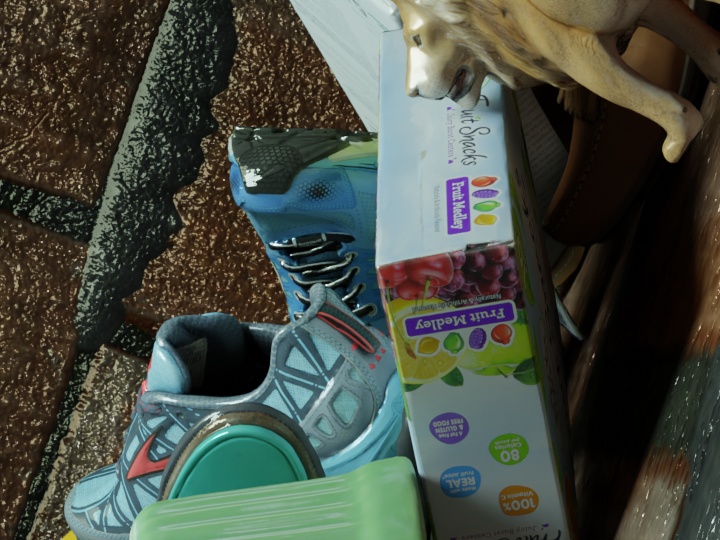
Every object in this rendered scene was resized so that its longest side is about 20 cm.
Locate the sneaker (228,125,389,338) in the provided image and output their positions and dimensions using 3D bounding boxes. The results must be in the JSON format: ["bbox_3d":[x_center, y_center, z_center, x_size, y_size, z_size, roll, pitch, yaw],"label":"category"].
[{"bbox_3d":[0.000,0.000,1.119,0.200,0.078,0.090,42,-125,-63],"label":"sneaker"}]

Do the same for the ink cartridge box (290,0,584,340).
[{"bbox_3d":[0.025,-0.089,1.175,0.043,0.200,0.196,-38,39,-5],"label":"ink cartridge box"}]

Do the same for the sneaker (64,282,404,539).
[{"bbox_3d":[-0.057,0.057,1.111,0.200,0.096,0.079,-24,21,37],"label":"sneaker"}]

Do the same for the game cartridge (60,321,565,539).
[{"bbox_3d":[-0.023,0.080,1.215,0.176,0.033,0.200,-6,30,43],"label":"game cartridge"}]

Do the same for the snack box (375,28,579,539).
[{"bbox_3d":[0.042,0.011,0.979,0.200,0.053,0.143,-87,-15,-63],"label":"snack box"}]

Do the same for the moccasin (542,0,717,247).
[{"bbox_3d":[0.099,-0.105,1.047,0.074,0.077,0.202,-80,3,-63],"label":"moccasin"}]

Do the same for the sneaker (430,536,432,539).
[{"bbox_3d":[0.016,0.169,1.101,0.073,0.070,0.201,-77,5,-72],"label":"sneaker"}]

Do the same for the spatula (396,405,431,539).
[{"bbox_3d":[0.027,0.143,1.028,0.057,0.020,0.201,-77,-19,-74],"label":"spatula"}]

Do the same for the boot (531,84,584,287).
[{"bbox_3d":[0.090,-0.088,1.302,0.200,0.076,0.156,108,180,-51],"label":"boot"}]

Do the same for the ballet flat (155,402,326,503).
[{"bbox_3d":[-0.042,0.118,1.047,0.073,0.073,0.201,-74,-12,-55],"label":"ballet flat"}]

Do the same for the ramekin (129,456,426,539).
[{"bbox_3d":[-0.025,0.165,0.920,0.200,0.097,0.201,177,90,-88],"label":"ramekin"}]

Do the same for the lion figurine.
[{"bbox_3d":[0.075,-0.102,0.879,0.073,0.122,0.200,-52,-5,-25],"label":"lion figurine"}]
